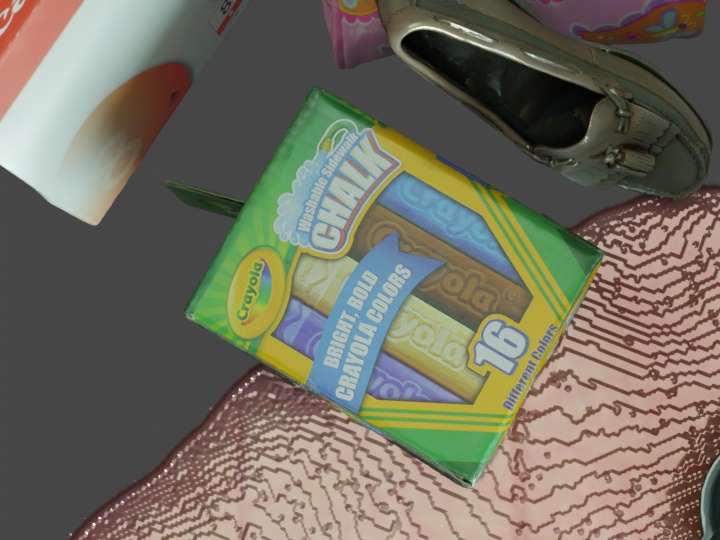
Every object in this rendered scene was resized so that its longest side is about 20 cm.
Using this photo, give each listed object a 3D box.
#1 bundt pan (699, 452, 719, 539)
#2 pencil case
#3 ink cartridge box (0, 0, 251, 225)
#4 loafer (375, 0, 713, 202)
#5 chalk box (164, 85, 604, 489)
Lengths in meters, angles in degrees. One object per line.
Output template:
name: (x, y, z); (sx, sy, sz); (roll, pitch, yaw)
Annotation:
bundt pan: (0.253, 0.137, 0.796); (0.200, 0.076, 0.204); (-1, 83, 5)
pencil case: (0.076, -0.151, 0.840); (0.198, 0.087, 0.088); (-4, 84, 6)
ink cartridge box: (-0.122, -0.113, 0.794); (0.050, 0.200, 0.163); (34, 88, 7)
loafer: (0.088, -0.081, 0.802); (0.199, 0.063, 0.072); (30, 129, -22)
chalk box: (0.000, 0.000, 0.810); (0.199, 0.125, 0.125); (31, 88, 6)
